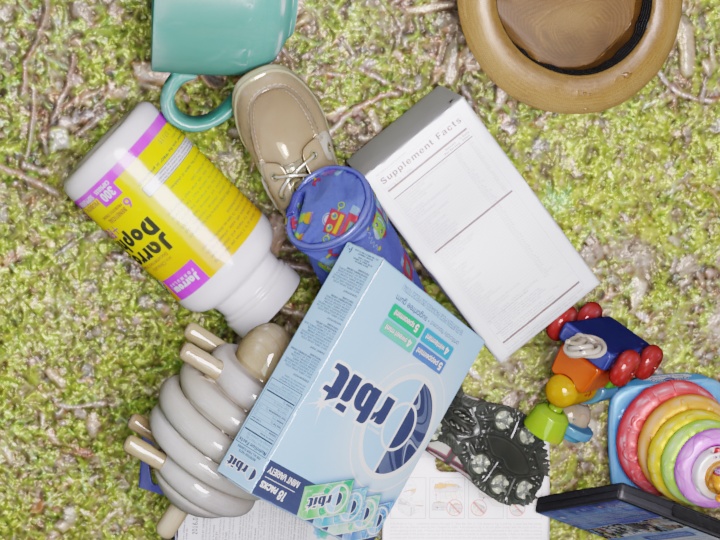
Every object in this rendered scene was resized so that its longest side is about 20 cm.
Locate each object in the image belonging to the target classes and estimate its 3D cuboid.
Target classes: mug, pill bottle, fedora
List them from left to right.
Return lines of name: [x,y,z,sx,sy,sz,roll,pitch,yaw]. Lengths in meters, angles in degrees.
pill bottle: [-0.144,-0.038,1.254,0.104,0.104,0.200,-45,103,3]
mug: [-0.110,-0.222,1.206,0.113,0.153,0.186,1,139,-9]
fedora: [0.170,-0.229,1.268,0.198,0.082,0.203,-3,103,-12]

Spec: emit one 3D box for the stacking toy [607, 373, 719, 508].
stacking toy: [0.296,0.167,1.303,0.115,0.200,0.111,-4,102,-8]

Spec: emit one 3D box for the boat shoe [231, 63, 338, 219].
boat shoe: [-0.049,-0.082,1.230,0.072,0.065,0.201,-23,136,-3]

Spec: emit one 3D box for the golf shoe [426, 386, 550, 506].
golf shoe: [0.087,0.139,1.337,0.199,0.088,0.078,37,79,-26]

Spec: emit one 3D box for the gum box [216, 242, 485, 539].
gum box: [-0.002,0.104,1.181,0.170,0.044,0.201,38,81,-49]

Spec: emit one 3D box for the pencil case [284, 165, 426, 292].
pencil case: [0.000,0.000,1.237,0.086,0.079,0.201,2,147,23]

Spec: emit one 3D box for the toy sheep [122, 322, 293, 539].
toy sheep: [-0.113,0.129,1.209,0.137,0.138,0.201,31,105,-12]

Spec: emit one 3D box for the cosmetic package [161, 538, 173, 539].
cosmetic package: [-0.089,0.358,1.334,0.198,0.123,0.202,4,101,-7]

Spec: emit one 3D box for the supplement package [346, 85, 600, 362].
supplement package: [0.093,-0.043,1.281,0.113,0.110,0.201,-37,104,1]

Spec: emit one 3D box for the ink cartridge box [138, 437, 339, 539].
ink cartridge box: [-0.094,0.176,1.318,0.198,0.076,0.138,3,98,-9]

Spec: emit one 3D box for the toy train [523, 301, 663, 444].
toy train: [0.178,0.098,1.287,0.084,0.199,0.116,36,106,22]

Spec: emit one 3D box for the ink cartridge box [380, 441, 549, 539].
ink cartridge box: [0.094,0.256,1.385,0.159,0.050,0.202,1,83,-7]

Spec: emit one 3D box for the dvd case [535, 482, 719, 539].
dvd case: [0.274,0.233,1.338,0.198,0.142,0.018,22,69,-18]
